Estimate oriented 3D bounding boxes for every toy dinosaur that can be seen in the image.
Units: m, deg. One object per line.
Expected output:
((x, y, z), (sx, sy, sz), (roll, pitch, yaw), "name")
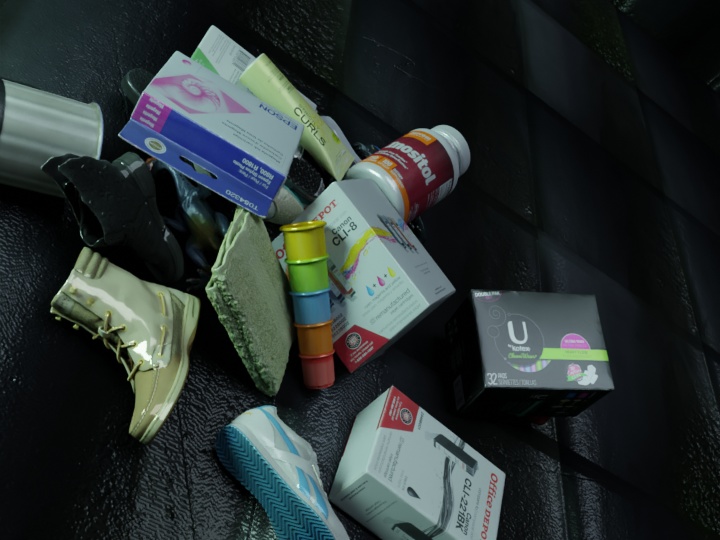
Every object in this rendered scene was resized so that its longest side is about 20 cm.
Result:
((-0.216, -0.061, 1.103), (0.183, 0.104, 0.200), (62, 4, 33), "toy dinosaur")

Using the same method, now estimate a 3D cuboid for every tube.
((-0.085, -0.215, 1.225), (0.058, 0.052, 0.200), (-46, 103, -13), "tube")

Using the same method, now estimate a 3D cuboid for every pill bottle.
((0.074, -0.141, 1.290), (0.113, 0.113, 0.199), (50, 51, 5), "pill bottle")

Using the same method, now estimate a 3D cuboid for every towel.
((-0.121, 0.035, 1.028), (0.150, 0.036, 0.202), (-75, 154, -48), "towel")

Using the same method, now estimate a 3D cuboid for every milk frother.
((-0.374, -0.201, 0.938), (0.186, 0.200, 0.183), (11, 45, -38), "milk frother")

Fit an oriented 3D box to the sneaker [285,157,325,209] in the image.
((-0.147, -0.137, 1.188), (0.198, 0.093, 0.071), (35, 36, -21), "sneaker")

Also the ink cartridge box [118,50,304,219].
((-0.173, -0.172, 1.063), (0.194, 0.044, 0.201), (29, 31, -13), "ink cartridge box")

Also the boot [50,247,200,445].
((-0.256, 0.074, 0.913), (0.154, 0.073, 0.202), (30, 39, -23), "boot")

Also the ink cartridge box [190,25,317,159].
((-0.172, -0.233, 1.259), (0.198, 0.087, 0.147), (33, 40, -17), "ink cartridge box")

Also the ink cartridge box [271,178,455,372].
((0.000, 0.000, 1.148), (0.201, 0.145, 0.144), (52, 20, 8), "ink cartridge box")

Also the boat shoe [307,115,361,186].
((-0.029, -0.152, 1.351), (0.066, 0.070, 0.202), (-28, 81, -34), "boat shoe")

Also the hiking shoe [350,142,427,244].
((0.056, -0.129, 1.402), (0.086, 0.074, 0.202), (-18, 71, -50), "hiking shoe")

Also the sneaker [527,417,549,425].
((0.224, 0.145, 1.350), (0.113, 0.079, 0.203), (3, 54, -21), "sneaker")

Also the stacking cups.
((-0.057, 0.043, 1.068), (0.060, 0.060, 0.204), (-17, 102, -50), "stacking cups")

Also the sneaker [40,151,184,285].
((-0.270, -0.050, 0.967), (0.104, 0.059, 0.203), (-44, 133, -40), "sneaker")

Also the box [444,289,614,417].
((0.239, 0.123, 1.250), (0.196, 0.125, 0.151), (2, 62, -14), "box")

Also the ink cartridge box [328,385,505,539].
((0.075, 0.265, 1.062), (0.199, 0.084, 0.145), (39, 37, -12), "ink cartridge box")

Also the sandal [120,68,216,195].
((-0.250, -0.179, 1.162), (0.202, 0.048, 0.075), (53, 33, 3), "sandal")

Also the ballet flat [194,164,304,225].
((-0.161, -0.111, 1.124), (0.199, 0.067, 0.063), (39, 48, -13), "ballet flat")

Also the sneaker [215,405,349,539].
((-0.070, 0.237, 0.953), (0.201, 0.076, 0.081), (53, 35, 4), "sneaker")
